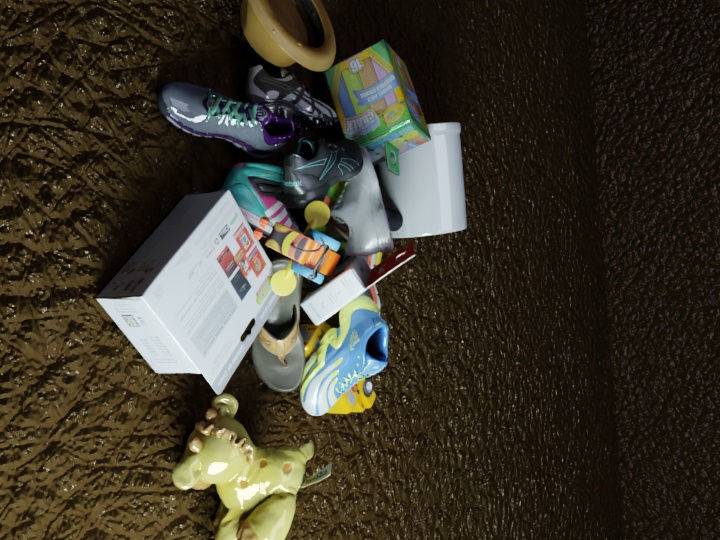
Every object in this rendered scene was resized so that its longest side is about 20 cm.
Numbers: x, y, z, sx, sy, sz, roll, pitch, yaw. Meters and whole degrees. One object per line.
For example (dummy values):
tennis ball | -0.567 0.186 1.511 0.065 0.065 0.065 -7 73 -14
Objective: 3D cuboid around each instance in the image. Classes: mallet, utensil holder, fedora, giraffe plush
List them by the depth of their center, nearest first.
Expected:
giraffe plush | -0.160 0.257 0.882 0.162 0.200 0.173 39 18 -19
fedora | -0.124 -0.376 1.054 0.200 0.082 0.202 32 45 -37
mallet | 0.025 -0.019 1.263 0.066 0.041 0.201 24 82 -58
utensil holder | 0.119 -0.172 1.346 0.170 0.169 0.202 -19 103 -56

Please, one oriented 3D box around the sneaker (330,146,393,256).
sneaker | -0.010 -0.110 1.091 0.075 0.088 0.201 69 8 -56

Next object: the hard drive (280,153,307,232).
hard drive | -0.054 -0.135 1.191 0.200 0.038 0.141 -19 102 -55

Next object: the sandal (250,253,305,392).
sandal | -0.114 0.078 1.009 0.055 0.081 0.202 -152 -113 -80

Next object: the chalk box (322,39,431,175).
chalk box | 0.037 -0.265 1.206 0.124 0.123 0.201 11 58 -69

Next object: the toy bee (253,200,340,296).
toy bee | -0.083 -0.040 0.933 0.131 0.108 0.200 -61 176 -22

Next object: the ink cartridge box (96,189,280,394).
ink cartridge box | -0.204 0.029 0.895 0.176 0.083 0.200 63 39 -33

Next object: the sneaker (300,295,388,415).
sneaker | -0.021 0.139 1.020 0.075 0.105 0.201 17 102 -33

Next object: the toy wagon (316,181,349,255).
toy wagon | -0.046 -0.126 1.132 0.200 0.039 0.156 40 53 -47

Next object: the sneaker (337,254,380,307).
sneaker | -0.020 0.027 1.210 0.081 0.077 0.202 5 76 -36

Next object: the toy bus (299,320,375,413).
toy bus | -0.049 0.165 1.132 0.201 0.065 0.079 60 41 -33

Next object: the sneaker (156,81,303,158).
sneaker | -0.174 -0.218 0.953 0.199 0.087 0.075 14 69 -45

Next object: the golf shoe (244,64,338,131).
golf shoe | -0.103 -0.272 1.099 0.200 0.077 0.095 -7 92 -58

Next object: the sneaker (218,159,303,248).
sneaker | -0.127 -0.102 1.039 0.200 0.083 0.122 30 70 -50

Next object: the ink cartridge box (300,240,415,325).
ink cartridge box | 0.000 0.000 1.067 0.044 0.173 0.200 53 7 -5

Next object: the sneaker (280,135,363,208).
sneaker | -0.052 -0.161 1.015 0.200 0.075 0.080 -51 139 -53
